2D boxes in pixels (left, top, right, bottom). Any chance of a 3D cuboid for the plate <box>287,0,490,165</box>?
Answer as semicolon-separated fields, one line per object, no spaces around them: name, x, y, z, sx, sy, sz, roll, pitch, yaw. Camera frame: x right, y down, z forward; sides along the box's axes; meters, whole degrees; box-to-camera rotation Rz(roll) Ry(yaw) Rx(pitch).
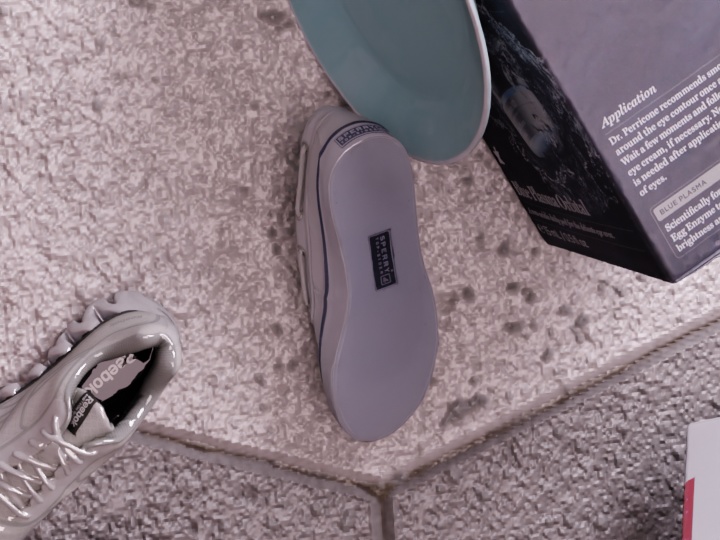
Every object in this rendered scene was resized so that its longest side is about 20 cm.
plate;0.015;-0.152;1.432;0.025;0.200;0.201;-28;104;-24

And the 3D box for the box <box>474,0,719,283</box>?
box;0.132;-0.114;1.472;0.117;0.197;0.201;-34;105;-10

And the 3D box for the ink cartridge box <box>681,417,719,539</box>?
ink cartridge box;0.278;0.194;1.537;0.144;0.145;0.201;-13;114;14

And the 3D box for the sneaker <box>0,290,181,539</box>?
sneaker;-0.174;0.094;1.460;0.075;0.081;0.200;45;84;-19

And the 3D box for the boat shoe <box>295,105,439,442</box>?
boat shoe;0.000;0.000;1.512;0.073;0.065;0.201;-12;120;-23
